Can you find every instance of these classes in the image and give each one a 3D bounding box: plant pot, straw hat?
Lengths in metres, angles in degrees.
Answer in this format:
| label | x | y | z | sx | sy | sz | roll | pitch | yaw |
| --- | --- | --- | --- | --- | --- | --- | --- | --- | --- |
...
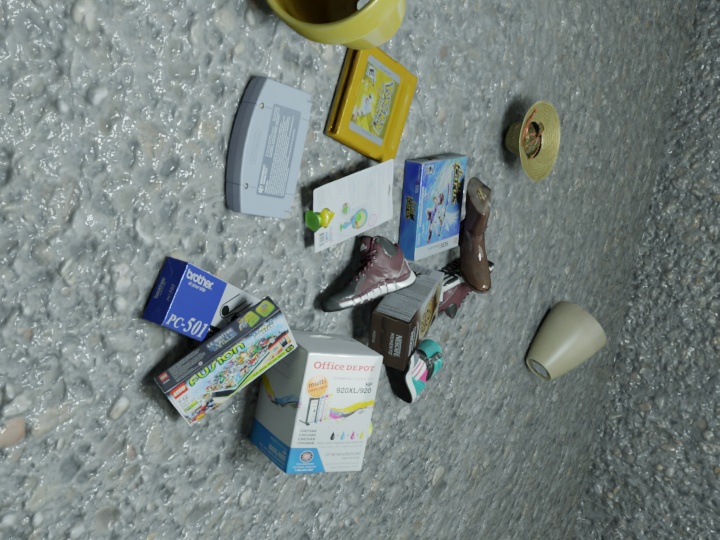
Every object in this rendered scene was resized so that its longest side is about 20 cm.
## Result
| label | x | y | z | sx | sy | sz | roll | pitch | yaw |
| --- | --- | --- | --- | --- | --- | --- | --- | --- | --- |
| plant pot | 0.587 | 0.224 | 2.302 | 0.200 | 0.187 | 0.188 | -42 | 137 | -19 |
| plant pot | -0.019 | -0.412 | 1.124 | 0.189 | 0.200 | 0.201 | 9 | 96 | -73 |
| straw hat | 0.391 | -0.312 | 1.850 | 0.201 | 0.085 | 0.202 | -17 | 113 | -48 |

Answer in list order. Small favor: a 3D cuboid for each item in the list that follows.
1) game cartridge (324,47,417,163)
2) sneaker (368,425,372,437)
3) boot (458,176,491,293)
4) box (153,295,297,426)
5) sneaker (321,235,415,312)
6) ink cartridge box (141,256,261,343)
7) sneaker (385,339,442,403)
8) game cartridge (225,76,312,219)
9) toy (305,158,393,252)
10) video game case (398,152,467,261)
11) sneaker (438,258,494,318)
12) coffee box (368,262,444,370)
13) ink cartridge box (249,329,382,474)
| label | x | y | z | sx | sy | sz | roll | pitch | yaw |
| --- | --- | --- | --- | --- | --- | --- | --- | --- | --- |
| game cartridge | 0.025 | -0.291 | 1.367 | 0.200 | 0.032 | 0.177 | 16 | 90 | -56 |
| sneaker | -0.032 | 0.242 | 1.487 | 0.200 | 0.076 | 0.105 | 56 | 39 | -49 |
| boot | 0.250 | -0.074 | 1.645 | 0.200 | 0.064 | 0.187 | 98 | -20 | -58 |
| box | -0.193 | 0.134 | 1.144 | 0.200 | 0.035 | 0.110 | -37 | 145 | -15 |
| sneaker | 0.000 | 0.000 | 1.422 | 0.200 | 0.076 | 0.116 | -19 | 90 | -34 |
| ink cartridge box | -0.220 | 0.059 | 1.139 | 0.200 | 0.044 | 0.094 | 36 | 72 | -55 |
| sneaker | 0.118 | 0.179 | 1.648 | 0.121 | 0.084 | 0.200 | -44 | 145 | -30 |
| game cartridge | -0.139 | -0.181 | 1.169 | 0.133 | 0.040 | 0.201 | 3 | 100 | -60 |
| toy | -0.021 | -0.119 | 1.357 | 0.200 | 0.047 | 0.115 | -30 | 130 | -43 |
| video game case | 0.150 | -0.134 | 1.606 | 0.181 | 0.045 | 0.201 | -20 | 119 | -52 |
| sneaker | 0.224 | 0.043 | 1.776 | 0.200 | 0.076 | 0.116 | -19 | 124 | -40 |
| coffee box | 0.090 | 0.087 | 1.526 | 0.200 | 0.080 | 0.113 | -50 | 152 | -51 |
| ink cartridge box | -0.074 | 0.212 | 1.291 | 0.147 | 0.145 | 0.201 | 7 | 97 | -32 |
